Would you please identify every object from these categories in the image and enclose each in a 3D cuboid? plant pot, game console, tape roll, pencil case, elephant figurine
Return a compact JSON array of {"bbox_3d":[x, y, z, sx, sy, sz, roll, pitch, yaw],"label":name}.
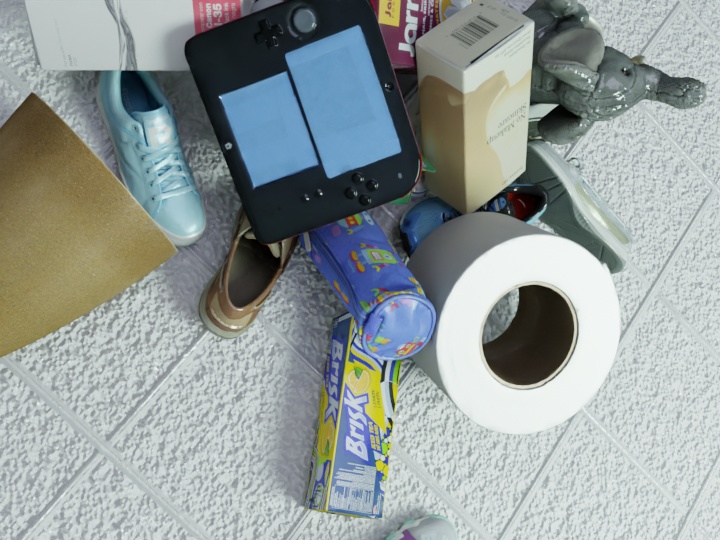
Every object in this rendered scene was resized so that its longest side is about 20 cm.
[{"bbox_3d":[-0.297,-0.019,0.738,0.200,0.186,0.187,-43,96,-12],"label":"plant pot"},{"bbox_3d":[-0.048,-0.142,0.772,0.174,0.031,0.203,-20,105,0],"label":"game console"},{"bbox_3d":[0.149,0.050,0.878,0.199,0.139,0.207,-3,103,-14],"label":"tape roll"},{"bbox_3d":[0.000,0.000,0.840,0.086,0.079,0.201,4,33,-31],"label":"pencil case"},{"bbox_3d":[0.239,-0.210,0.914,0.140,0.156,0.201,24,27,-37],"label":"elephant figurine"}]

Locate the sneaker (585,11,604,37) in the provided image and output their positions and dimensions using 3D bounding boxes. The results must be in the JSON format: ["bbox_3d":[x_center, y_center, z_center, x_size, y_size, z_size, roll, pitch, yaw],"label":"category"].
[{"bbox_3d":[0.213,-0.295,1.047,0.197,0.104,0.077,3,78,-21],"label":"sneaker"}]

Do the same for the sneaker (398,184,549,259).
[{"bbox_3d":[0.132,-0.066,0.964,0.197,0.090,0.080,-20,85,-25],"label":"sneaker"}]

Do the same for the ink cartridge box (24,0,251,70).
[{"bbox_3d":[-0.207,-0.265,0.813,0.196,0.084,0.148,0,45,-5],"label":"ink cartridge box"}]

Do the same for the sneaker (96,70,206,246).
[{"bbox_3d":[-0.209,-0.122,0.838,0.073,0.082,0.202,-27,89,-25],"label":"sneaker"}]

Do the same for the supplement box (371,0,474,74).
[{"bbox_3d":[0.041,-0.276,0.873,0.199,0.102,0.133,-11,108,-50],"label":"supplement box"}]

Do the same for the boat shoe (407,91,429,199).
[{"bbox_3d":[0.096,-0.180,0.978,0.074,0.086,0.204,30,67,-13],"label":"boat shoe"}]

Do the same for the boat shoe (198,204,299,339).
[{"bbox_3d":[-0.099,-0.025,0.861,0.075,0.072,0.203,26,60,-15],"label":"boat shoe"}]

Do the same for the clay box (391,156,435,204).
[{"bbox_3d":[-0.029,-0.116,0.890,0.197,0.048,0.115,1,32,-27],"label":"clay box"}]

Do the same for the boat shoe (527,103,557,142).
[{"bbox_3d":[0.209,-0.189,1.042,0.197,0.064,0.071,-8,40,-32],"label":"boat shoe"}]

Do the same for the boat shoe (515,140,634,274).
[{"bbox_3d":[0.265,-0.085,1.038,0.202,0.074,0.065,45,59,-11],"label":"boat shoe"}]

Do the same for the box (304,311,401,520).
[{"bbox_3d":[-0.005,0.147,0.865,0.063,0.070,0.203,15,72,-19],"label":"box"}]

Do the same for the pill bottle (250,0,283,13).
[{"bbox_3d":[-0.054,-0.283,0.925,0.113,0.114,0.202,33,67,-12],"label":"pill bottle"}]

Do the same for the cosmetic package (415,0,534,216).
[{"bbox_3d":[0.120,-0.167,0.879,0.105,0.201,0.071,-38,56,-19],"label":"cosmetic package"}]

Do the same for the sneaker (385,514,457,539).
[{"bbox_3d":[0.045,0.317,0.806,0.200,0.140,0.078,-42,94,-25],"label":"sneaker"}]
